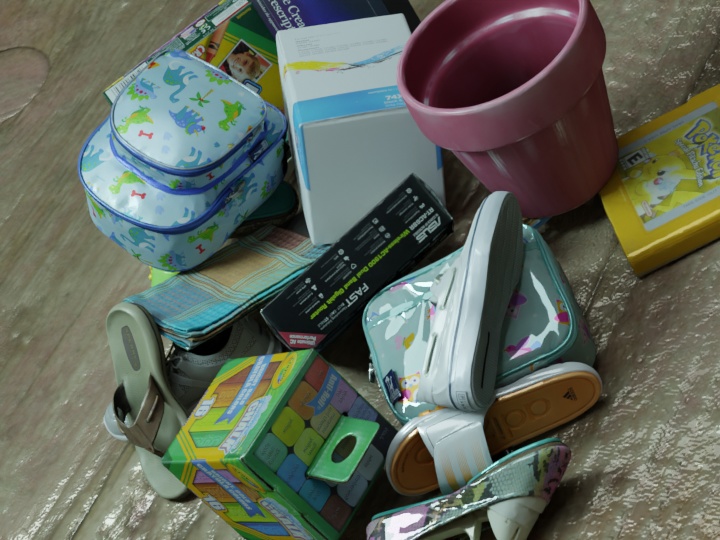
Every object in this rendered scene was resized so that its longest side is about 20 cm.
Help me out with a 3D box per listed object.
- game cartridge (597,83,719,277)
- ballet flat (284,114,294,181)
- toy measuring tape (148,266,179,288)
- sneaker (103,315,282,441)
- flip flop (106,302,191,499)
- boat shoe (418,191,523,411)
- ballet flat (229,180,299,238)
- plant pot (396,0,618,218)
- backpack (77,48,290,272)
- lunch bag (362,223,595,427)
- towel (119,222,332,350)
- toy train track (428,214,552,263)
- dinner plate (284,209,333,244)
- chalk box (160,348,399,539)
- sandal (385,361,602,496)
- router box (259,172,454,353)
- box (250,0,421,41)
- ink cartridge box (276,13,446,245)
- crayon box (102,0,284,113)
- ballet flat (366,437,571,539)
[{"bbox_3d":[0.322,-0.099,1.629,0.199,0.033,0.177,-29,37,11],"label":"game cartridge"},{"bbox_3d":[-0.135,-0.095,1.954,0.200,0.067,0.070,-44,52,-8],"label":"ballet flat"},{"bbox_3d":[-0.168,0.017,1.847,0.199,0.074,0.074,16,59,45],"label":"toy measuring tape"},{"bbox_3d":[-0.182,0.100,1.759,0.199,0.082,0.075,-31,36,5],"label":"sneaker"},{"bbox_3d":[-0.215,0.130,1.694,0.081,0.202,0.057,-20,-6,36],"label":"flip flop"},{"bbox_3d":[0.089,0.022,1.492,0.066,0.074,0.202,0,62,29],"label":"boat shoe"},{"bbox_3d":[-0.165,-0.055,1.885,0.198,0.065,0.071,-6,70,-12],"label":"ballet flat"},{"bbox_3d":[0.156,-0.157,1.645,0.198,0.180,0.201,-20,40,17],"label":"plant pot"},{"bbox_3d":[-0.192,-0.118,1.794,0.182,0.147,0.200,31,66,17],"label":"backpack"},{"bbox_3d":[0.099,0.056,1.562,0.199,0.077,0.162,-27,56,11],"label":"lunch bag"},{"bbox_3d":[-0.134,0.010,1.762,0.199,0.022,0.146,-31,29,-28],"label":"towel"},{"bbox_3d":[0.140,-0.015,1.679,0.199,0.033,0.115,-39,34,-8],"label":"toy train track"},{"bbox_3d":[-0.021,-0.033,1.830,0.198,0.024,0.201,-21,38,18],"label":"dinner plate"},{"bbox_3d":[-0.061,0.156,1.524,0.199,0.124,0.125,-13,38,55],"label":"chalk box"},{"bbox_3d":[0.116,0.144,1.484,0.205,0.079,0.059,-27,35,8],"label":"sandal"},{"bbox_3d":[0.000,0.000,1.664,0.200,0.062,0.150,-42,-4,1],"label":"router box"},{"bbox_3d":[-0.020,-0.283,1.952,0.140,0.201,0.079,-19,39,21],"label":"box"},{"bbox_3d":[-0.002,-0.152,1.803,0.144,0.148,0.201,-9,36,-5],"label":"ink cartridge box"},{"bbox_3d":[-0.167,-0.193,1.991,0.199,0.173,0.058,-37,33,-3],"label":"crayon box"},{"bbox_3d":[0.095,0.211,1.449,0.199,0.069,0.072,-26,55,18],"label":"ballet flat"}]
